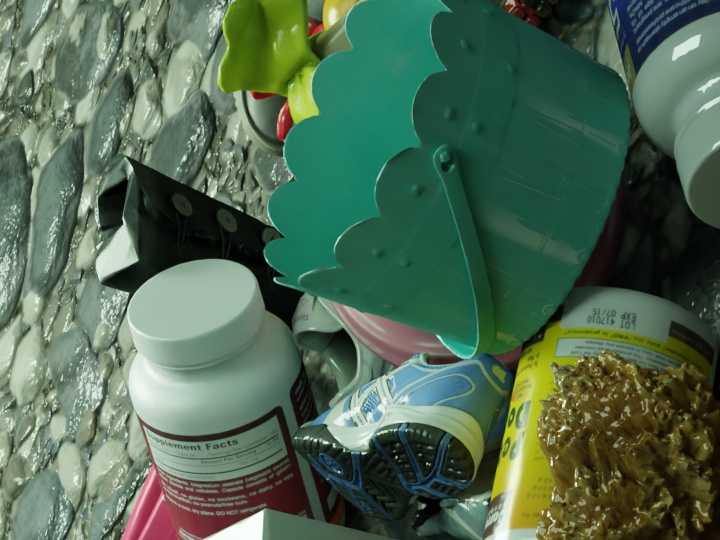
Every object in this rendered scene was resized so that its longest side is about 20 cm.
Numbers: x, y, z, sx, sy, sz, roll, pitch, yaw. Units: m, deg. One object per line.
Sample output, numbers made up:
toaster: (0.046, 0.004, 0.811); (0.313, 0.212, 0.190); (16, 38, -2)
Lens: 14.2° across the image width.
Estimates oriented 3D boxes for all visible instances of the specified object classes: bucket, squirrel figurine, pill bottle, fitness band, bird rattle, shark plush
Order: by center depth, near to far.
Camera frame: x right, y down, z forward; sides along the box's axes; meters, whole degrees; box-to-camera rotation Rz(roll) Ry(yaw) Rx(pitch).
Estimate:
squirrel figurine: (0.185, 0.103, 1.421); (0.142, 0.199, 0.187); (-104, 30, -51)
pill bottle: (0.127, 0.118, 1.573); (0.109, 0.109, 0.201); (-21, 50, 53)
pill bottle: (0.202, -0.126, 1.585); (0.120, 0.119, 0.201); (-46, 40, 37)
bucket: (0.048, -0.057, 1.606); (0.207, 0.134, 0.208); (-55, 21, 33)
shark plush: (0.077, 0.159, 1.701); (0.200, 0.091, 0.084); (-8, 104, 49)
pill bottle: (-0.083, 0.097, 1.848); (0.113, 0.113, 0.201); (-128, 19, -54)
bird rattle: (-0.007, -0.142, 1.854); (0.163, 0.113, 0.200); (-38, -4, 9)
fitness band: (-0.119, 0.139, 2.011); (0.200, 0.037, 0.144); (-62, 9, 17)

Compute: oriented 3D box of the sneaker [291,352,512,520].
sneaker: (0.028, 0.096, 1.723); (0.077, 0.076, 0.200); (-54, 19, -24)

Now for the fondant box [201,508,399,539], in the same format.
fondant box: (-0.056, 0.214, 1.808); (0.200, 0.144, 0.058); (-31, 51, 48)

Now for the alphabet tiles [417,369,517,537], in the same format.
alphabet tiles: (0.087, 0.049, 1.794); (0.167, 0.008, 0.201); (-31, 51, 49)

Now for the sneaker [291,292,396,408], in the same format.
sneaker: (0.000, 0.000, 1.822); (0.075, 0.099, 0.201); (126, 135, -57)

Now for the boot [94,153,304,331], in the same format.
boot: (-0.090, -0.032, 1.928); (0.066, 0.199, 0.165); (-51, 37, 32)

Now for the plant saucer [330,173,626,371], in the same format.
plant saucer: (0.060, -0.035, 1.745); (0.200, 0.051, 0.201); (-8, 70, 22)

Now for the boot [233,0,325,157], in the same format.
boot: (-0.019, -0.191, 1.985); (0.200, 0.072, 0.183); (146, 133, -61)

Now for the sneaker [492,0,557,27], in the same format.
sneaker: (0.077, -0.145, 1.858); (0.200, 0.078, 0.082); (-61, 11, 21)
